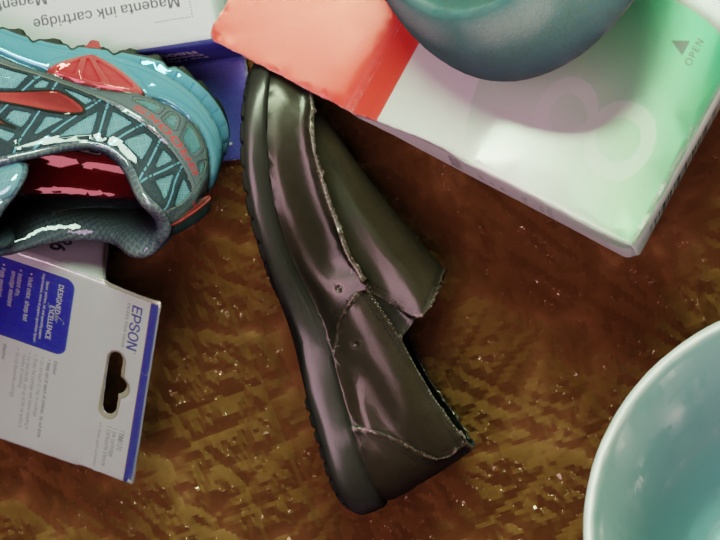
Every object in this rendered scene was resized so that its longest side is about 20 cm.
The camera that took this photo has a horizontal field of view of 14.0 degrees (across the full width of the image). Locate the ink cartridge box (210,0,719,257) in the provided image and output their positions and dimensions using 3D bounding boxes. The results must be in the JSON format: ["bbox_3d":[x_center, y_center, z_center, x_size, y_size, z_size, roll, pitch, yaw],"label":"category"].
[{"bbox_3d":[0.060,-0.120,1.167,0.200,0.050,0.161,28,85,7],"label":"ink cartridge box"}]

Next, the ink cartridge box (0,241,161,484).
[{"bbox_3d":[-0.177,0.016,1.282,0.200,0.039,0.100,20,121,12],"label":"ink cartridge box"}]

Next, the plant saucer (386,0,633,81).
[{"bbox_3d":[0.052,-0.172,1.096,0.200,0.027,0.201,-5,83,53],"label":"plant saucer"}]

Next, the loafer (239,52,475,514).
[{"bbox_3d":[0.000,0.000,1.231,0.071,0.073,0.200,-15,103,5],"label":"loafer"}]

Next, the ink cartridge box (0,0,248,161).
[{"bbox_3d":[-0.154,-0.131,1.255,0.196,0.043,0.201,-8,98,17],"label":"ink cartridge box"}]

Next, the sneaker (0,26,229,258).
[{"bbox_3d":[-0.158,-0.053,1.210,0.199,0.096,0.079,7,132,4],"label":"sneaker"}]

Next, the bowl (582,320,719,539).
[{"bbox_3d":[0.187,0.121,1.155,0.200,0.105,0.201,-1,63,3],"label":"bowl"}]
